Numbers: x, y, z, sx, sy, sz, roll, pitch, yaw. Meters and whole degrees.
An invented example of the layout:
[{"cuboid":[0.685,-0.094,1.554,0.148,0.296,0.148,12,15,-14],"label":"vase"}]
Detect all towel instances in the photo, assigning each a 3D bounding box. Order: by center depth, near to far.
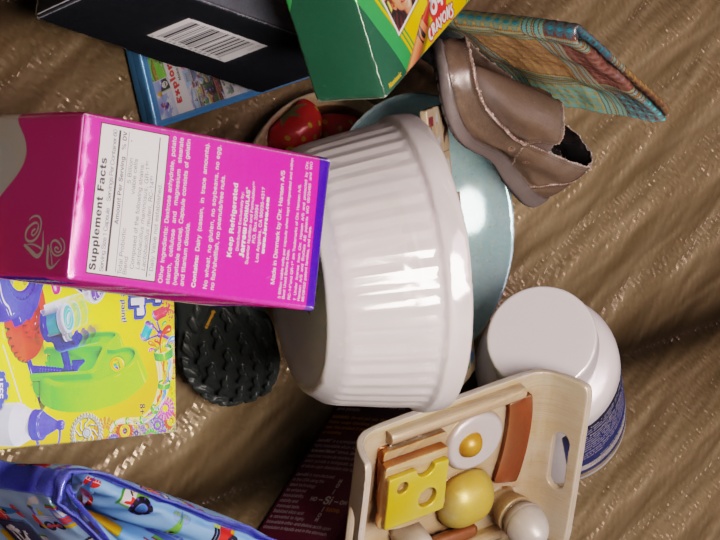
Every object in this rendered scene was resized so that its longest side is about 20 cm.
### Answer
[{"cuboid":[0.113,-0.154,1.765,0.147,0.199,0.022,32,76,-48],"label":"towel"}]

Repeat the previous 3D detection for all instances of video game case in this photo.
[{"cuboid":[-0.093,-0.197,1.731,0.200,0.018,0.144,-22,106,-41],"label":"video game case"}]

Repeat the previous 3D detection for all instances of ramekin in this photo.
[{"cuboid":[0.000,0.000,1.602,0.094,0.202,0.203,-8,96,-15],"label":"ramekin"}]

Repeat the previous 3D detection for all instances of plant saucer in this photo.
[{"cuboid":[0.032,-0.030,1.770,0.200,0.039,0.202,-1,91,-44],"label":"plant saucer"}]

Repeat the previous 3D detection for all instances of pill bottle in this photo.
[{"cuboid":[0.146,0.084,1.832,0.200,0.111,0.112,70,39,-68],"label":"pill bottle"}]

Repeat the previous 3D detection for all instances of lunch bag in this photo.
[{"cuboid":[-0.180,0.165,1.563,0.200,0.150,0.094,39,65,-36],"label":"lunch bag"}]

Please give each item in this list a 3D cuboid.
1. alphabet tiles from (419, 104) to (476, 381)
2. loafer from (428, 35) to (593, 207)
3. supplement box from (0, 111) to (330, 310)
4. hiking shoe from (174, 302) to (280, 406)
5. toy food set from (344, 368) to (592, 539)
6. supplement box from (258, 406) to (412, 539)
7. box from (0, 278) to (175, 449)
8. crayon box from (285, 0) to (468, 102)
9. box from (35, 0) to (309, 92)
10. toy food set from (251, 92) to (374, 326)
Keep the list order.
[{"cuboid":[0.061,-0.016,1.698,0.167,0.008,0.201,-33,118,-78],"label":"alphabet tiles"},{"cuboid":[0.112,-0.119,1.755,0.200,0.071,0.073,39,34,-54],"label":"loafer"},{"cuboid":[-0.127,-0.035,1.480,0.199,0.101,0.104,10,85,-43],"label":"supplement box"},{"cuboid":[-0.106,0.009,1.681,0.087,0.074,0.200,-95,168,-48],"label":"hiking shoe"},{"cuboid":[0.073,0.163,1.692,0.199,0.060,0.144,-17,128,-32],"label":"toy food set"},{"cuboid":[0.002,0.193,1.778,0.110,0.085,0.200,50,59,-31],"label":"supplement box"},{"cuboid":[-0.229,0.009,1.537,0.192,0.122,0.201,-3,93,-44],"label":"box"},{"cuboid":[0.011,-0.234,1.581,0.200,0.058,0.173,-52,133,-50],"label":"crayon box"},{"cuboid":[-0.100,-0.249,1.631,0.199,0.124,0.198,15,71,-38],"label":"box"},{"cuboid":[-0.014,-0.034,1.785,0.200,0.049,0.199,30,70,-39],"label":"toy food set"}]
